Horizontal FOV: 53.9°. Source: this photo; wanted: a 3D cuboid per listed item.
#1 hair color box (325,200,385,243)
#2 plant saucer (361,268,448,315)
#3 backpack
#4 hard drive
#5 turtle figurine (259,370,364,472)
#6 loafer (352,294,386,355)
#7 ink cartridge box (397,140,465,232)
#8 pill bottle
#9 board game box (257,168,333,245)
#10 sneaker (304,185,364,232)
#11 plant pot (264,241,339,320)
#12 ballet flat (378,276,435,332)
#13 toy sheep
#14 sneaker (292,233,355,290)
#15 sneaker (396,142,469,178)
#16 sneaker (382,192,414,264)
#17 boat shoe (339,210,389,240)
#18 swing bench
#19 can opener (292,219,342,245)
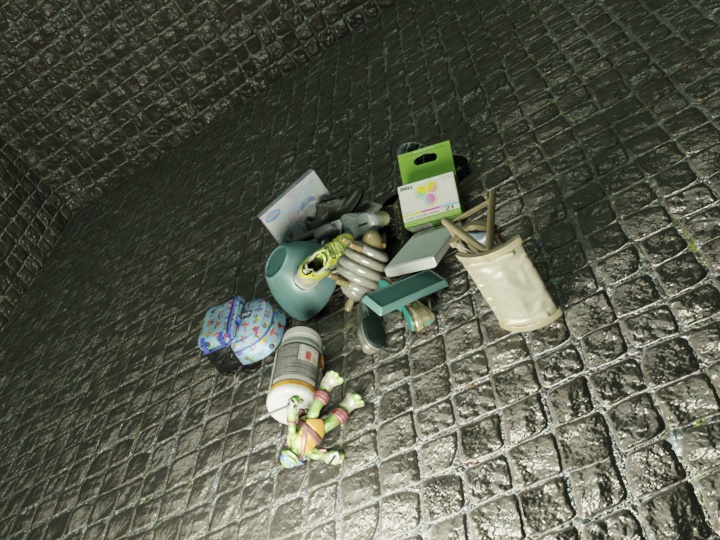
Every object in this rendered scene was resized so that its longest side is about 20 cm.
[{"bbox_3d":[-0.013,-0.094,1.902,0.200,0.061,0.099,-46,31,-13],"label":"hair color box"},{"bbox_3d":[0.099,0.042,1.531,0.197,0.019,0.070,-21,39,-32],"label":"plant saucer"},{"bbox_3d":[-0.293,0.151,1.804,0.196,0.136,0.185,-20,35,23],"label":"backpack"},{"bbox_3d":[0.149,-0.052,1.642,0.130,0.027,0.200,-14,20,32],"label":"hard drive"},{"bbox_3d":[-0.075,0.295,1.368,0.142,0.202,0.195,28,59,21],"label":"turtle figurine"},{"bbox_3d":[0.013,0.132,1.578,0.063,0.071,0.201,-48,19,21],"label":"loafer"},{"bbox_3d":[0.164,-0.212,1.724,0.144,0.076,0.205,-14,79,16],"label":"ink cartridge box"},{"bbox_3d":[-0.138,0.225,1.548,0.115,0.117,0.202,-24,33,21],"label":"pill bottle"},{"bbox_3d":[-0.153,-0.140,1.975,0.199,0.200,0.043,-40,26,-7],"label":"board game box"},{"bbox_3d":[-0.073,-0.165,1.916,0.200,0.091,0.076,-43,2,11],"label":"sneaker"},{"bbox_3d":[-0.165,0.006,1.800,0.199,0.134,0.204,-33,42,34],"label":"plant pot"},{"bbox_3d":[0.109,0.067,1.563,0.074,0.069,0.200,-20,33,-14],"label":"ballet flat"},{"bbox_3d":[0.000,0.000,1.684,0.204,0.136,0.138,-66,29,9],"label":"toy sheep"},{"bbox_3d":[-0.076,-0.027,1.713,0.200,0.075,0.077,-43,-4,-33],"label":"sneaker"},{"bbox_3d":[0.185,-0.290,1.870,0.087,0.195,0.079,-109,34,-70],"label":"sneaker"},{"bbox_3d":[0.080,-0.095,1.757,0.074,0.107,0.202,-16,36,31],"label":"sneaker"},{"bbox_3d":[0.007,-0.113,1.784,0.061,0.074,0.199,-9,4,-27],"label":"boat shoe"},{"bbox_3d":[0.266,-0.008,1.347,0.128,0.200,0.202,-29,30,13],"label":"swing bench"},{"bbox_3d":[-0.124,-0.092,1.870,0.198,0.066,0.055,-18,62,43],"label":"can opener"}]
